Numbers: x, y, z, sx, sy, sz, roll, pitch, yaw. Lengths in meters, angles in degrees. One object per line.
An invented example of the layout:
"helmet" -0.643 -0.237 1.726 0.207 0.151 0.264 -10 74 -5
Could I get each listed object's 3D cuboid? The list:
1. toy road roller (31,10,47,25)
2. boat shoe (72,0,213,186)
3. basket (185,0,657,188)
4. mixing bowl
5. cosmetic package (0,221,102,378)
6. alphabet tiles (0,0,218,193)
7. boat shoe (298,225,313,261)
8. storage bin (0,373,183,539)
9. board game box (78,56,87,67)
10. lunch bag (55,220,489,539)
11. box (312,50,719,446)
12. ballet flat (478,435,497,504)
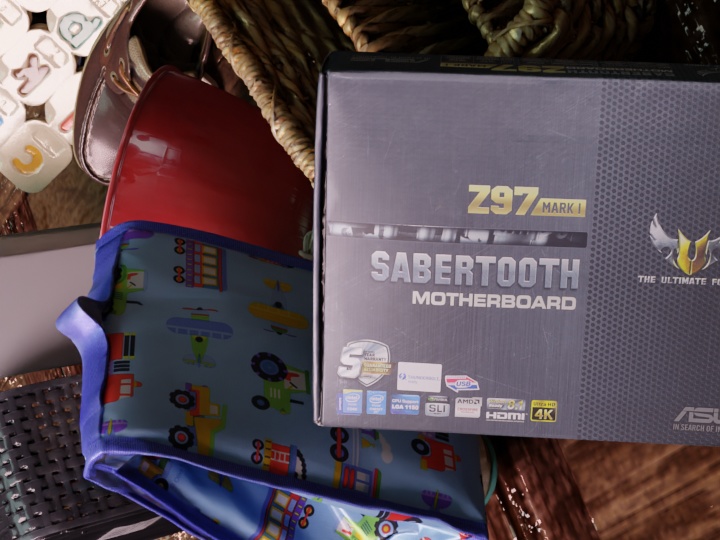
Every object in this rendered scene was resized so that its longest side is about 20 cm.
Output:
"toy road roller" -0.274 -0.223 1.124 0.146 0.122 0.201 -124 42 -62
"boat shoe" -0.127 -0.131 1.019 0.200 0.072 0.072 -57 12 24
"basket" 0.021 -0.147 0.776 0.200 0.149 0.143 58 141 29
"mixing bowl" -0.072 -0.009 0.947 0.108 0.200 0.201 9 114 7
"cosmetic package" -0.195 0.015 1.089 0.113 0.199 0.082 7 105 55
"alphabet tiles" -0.190 -0.148 1.061 0.196 0.200 0.015 -41 19 19
"boat shoe" 0.000 0.000 0.870 0.072 0.062 0.201 -115 11 -57
"storage bin" -0.157 0.123 1.064 0.135 0.199 0.094 -38 69 53
"board game box" -0.184 -0.220 1.143 0.200 0.046 0.152 51 138 34
"lunch bag" -0.048 0.057 0.780 0.094 0.199 0.151 -47 30 33
"box" 0.080 -0.009 0.702 0.051 0.199 0.158 -80 -8 -72
"ballet flat" 0.006 0.114 0.918 0.200 0.062 0.068 162 108 -66
